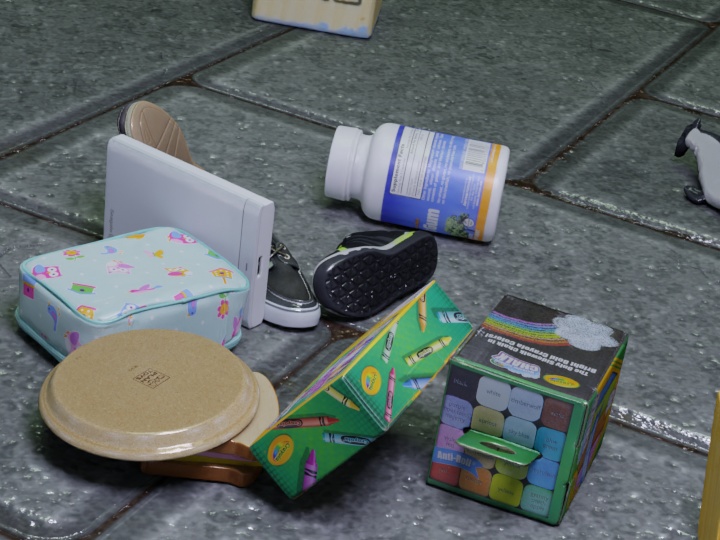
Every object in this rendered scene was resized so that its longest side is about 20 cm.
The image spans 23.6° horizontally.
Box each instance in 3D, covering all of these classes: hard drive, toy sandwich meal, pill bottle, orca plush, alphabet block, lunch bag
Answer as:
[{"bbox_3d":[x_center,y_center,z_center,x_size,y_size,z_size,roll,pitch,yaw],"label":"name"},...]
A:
[{"bbox_3d":[-0.173,-0.040,1.701,0.199,0.133,0.027,25,32,30],"label":"hard drive"},{"bbox_3d":[-0.169,0.119,1.446,0.203,0.071,0.206,2,29,-1],"label":"toy sandwich meal"},{"bbox_3d":[0.064,-0.104,1.955,0.198,0.113,0.112,11,24,5],"label":"pill bottle"},{"bbox_3d":[0.464,-0.113,2.211,0.105,0.071,0.200,-43,32,-2],"label":"orca plush"},{"bbox_3d":[-0.053,-0.490,2.640,0.194,0.202,0.197,10,24,0],"label":"alphabet block"},{"bbox_3d":[-0.212,0.027,1.610,0.199,0.078,0.160,-14,32,-41],"label":"lunch bag"}]

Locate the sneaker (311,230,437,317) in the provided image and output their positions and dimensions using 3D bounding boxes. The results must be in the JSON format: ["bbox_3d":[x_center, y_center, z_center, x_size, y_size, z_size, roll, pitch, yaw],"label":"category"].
[{"bbox_3d":[0.000,0.000,1.777,0.082,0.072,0.199,11,15,35],"label":"sneaker"}]

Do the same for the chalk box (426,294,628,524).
[{"bbox_3d":[0.138,0.126,1.471,0.124,0.125,0.200,18,27,16],"label":"chalk box"}]

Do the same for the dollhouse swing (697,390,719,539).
[{"bbox_3d":[0.382,0.202,1.344,0.198,0.183,0.176,4,15,-1],"label":"dollhouse swing"}]

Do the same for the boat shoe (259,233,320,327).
[{"bbox_3d":[-0.099,-0.006,1.747,0.068,0.057,0.200,-5,28,-29],"label":"boat shoe"}]

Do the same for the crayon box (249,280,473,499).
[{"bbox_3d":[0.004,0.096,1.427,0.058,0.119,0.200,50,33,-2],"label":"crayon box"}]

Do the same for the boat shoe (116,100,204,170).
[{"bbox_3d":[-0.211,-0.106,1.812,0.064,0.200,0.072,3,63,26],"label":"boat shoe"}]
